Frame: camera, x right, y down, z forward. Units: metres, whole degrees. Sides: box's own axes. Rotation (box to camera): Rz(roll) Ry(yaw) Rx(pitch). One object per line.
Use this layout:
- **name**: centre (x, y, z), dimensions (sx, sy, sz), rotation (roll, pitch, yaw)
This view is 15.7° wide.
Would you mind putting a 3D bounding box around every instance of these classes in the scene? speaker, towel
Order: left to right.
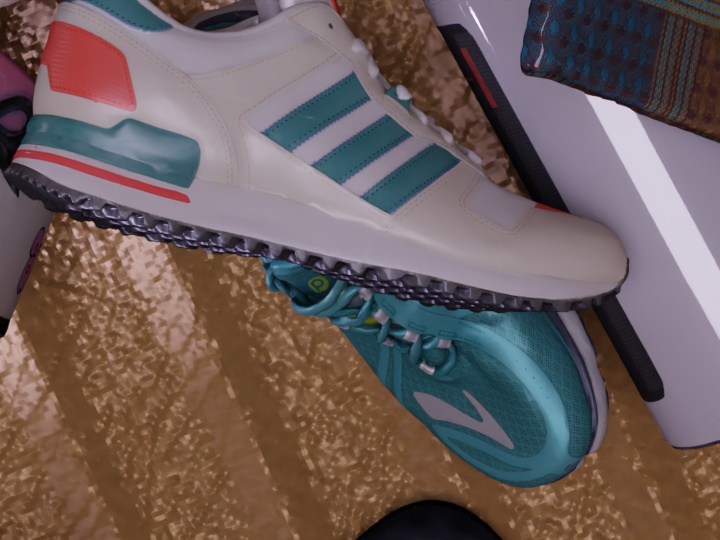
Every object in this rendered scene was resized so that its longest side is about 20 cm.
- **speaker**: centre (0.089, -0.047, 0.858), dimensions (0.081, 0.081, 0.201), rotation (-28, 99, 10)
- **towel**: centre (0.111, -0.143, 0.794), dimensions (0.022, 0.146, 0.202), rotation (8, 86, 44)

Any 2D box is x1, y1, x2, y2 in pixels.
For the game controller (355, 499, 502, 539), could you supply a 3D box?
- **game controller**: centre (0.055, 0.179, 0.936), dimensions (0.104, 0.042, 0.200), rotation (-42, 96, -3)

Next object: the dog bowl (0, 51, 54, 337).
- **dog bowl**: centre (-0.173, -0.066, 0.827), dimensions (0.200, 0.200, 0.074), rotation (38, 86, -3)

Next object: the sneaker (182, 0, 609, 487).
- **sneaker**: centre (0.000, 0.000, 0.872), dimensions (0.200, 0.080, 0.077), rotation (47, 119, -3)

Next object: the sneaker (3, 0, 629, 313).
- **sneaker**: centre (-0.004, -0.044, 0.793), dimensions (0.198, 0.070, 0.094), rotation (13, 86, -16)

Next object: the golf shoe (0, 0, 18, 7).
- **golf shoe**: centre (-0.138, -0.131, 0.814), dimensions (0.092, 0.200, 0.073), rotation (-34, 126, 10)
